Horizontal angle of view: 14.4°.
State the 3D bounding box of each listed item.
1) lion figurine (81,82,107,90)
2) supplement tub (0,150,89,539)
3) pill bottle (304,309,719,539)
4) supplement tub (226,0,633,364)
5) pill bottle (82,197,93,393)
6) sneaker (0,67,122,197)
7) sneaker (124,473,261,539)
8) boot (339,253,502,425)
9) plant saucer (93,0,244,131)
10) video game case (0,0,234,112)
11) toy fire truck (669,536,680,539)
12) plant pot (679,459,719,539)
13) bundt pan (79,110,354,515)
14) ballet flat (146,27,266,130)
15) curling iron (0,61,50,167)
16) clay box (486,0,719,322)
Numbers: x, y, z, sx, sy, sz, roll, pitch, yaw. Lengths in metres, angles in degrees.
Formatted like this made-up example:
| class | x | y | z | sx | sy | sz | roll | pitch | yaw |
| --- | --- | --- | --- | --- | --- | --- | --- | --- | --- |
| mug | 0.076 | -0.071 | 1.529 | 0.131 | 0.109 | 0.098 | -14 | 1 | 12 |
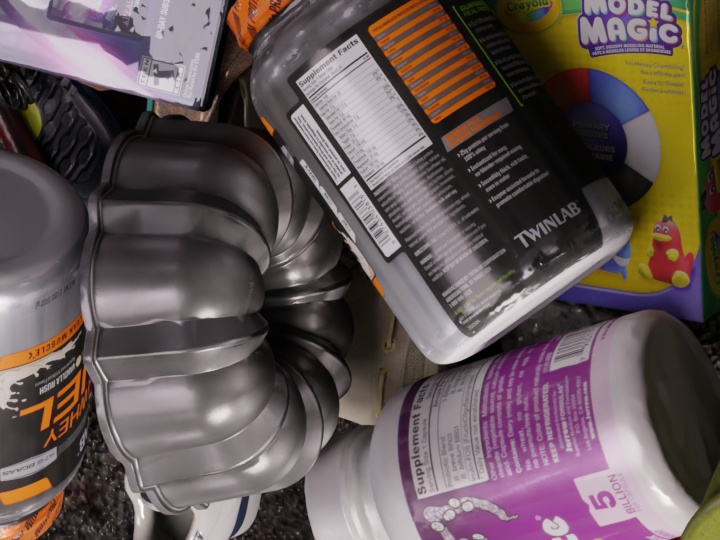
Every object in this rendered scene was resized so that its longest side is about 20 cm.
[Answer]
| class | x | y | z | sx | sy | sz | roll | pitch | yaw |
| --- | --- | --- | --- | --- | --- | --- | --- | --- | --- |
| lion figurine | -0.156 | -0.195 | 1.484 | 0.122 | 0.072 | 0.201 | 12 | 113 | 21 |
| supplement tub | -0.203 | 0.047 | 1.493 | 0.122 | 0.123 | 0.200 | 26 | 135 | 23 |
| pill bottle | 0.076 | 0.097 | 1.411 | 0.200 | 0.112 | 0.113 | -19 | 100 | 29 |
| supplement tub | 0.030 | -0.066 | 1.363 | 0.122 | 0.122 | 0.200 | -40 | 81 | 40 |
| pill bottle | -0.206 | 0.026 | 1.635 | 0.114 | 0.114 | 0.200 | 24 | 123 | 24 |
| sneaker | -0.195 | -0.110 | 1.591 | 0.200 | 0.078 | 0.066 | 34 | 111 | 21 |
| sneaker | -0.094 | 0.080 | 1.605 | 0.076 | 0.080 | 0.201 | 17 | 119 | 30 |
| boot | 0.000 | 0.000 | 1.509 | 0.154 | 0.072 | 0.201 | 18 | 121 | 31 |
| plant saucer | -0.072 | -0.134 | 1.519 | 0.200 | 0.034 | 0.201 | 15 | 118 | 29 |
| video game case | -0.157 | -0.174 | 1.450 | 0.199 | 0.019 | 0.143 | 14 | 99 | 9 |
| toy fire truck | 0.146 | 0.216 | 1.441 | 0.168 | 0.200 | 0.112 | 64 | 164 | -14 |
| plant pot | 0.241 | 0.117 | 1.312 | 0.200 | 0.193 | 0.201 | 15 | 119 | 29 |
| bundt pan | -0.060 | 0.019 | 1.397 | 0.076 | 0.202 | 0.202 | -4 | 109 | 22 |
| ballet flat | -0.086 | -0.044 | 1.510 | 0.067 | 0.068 | 0.200 | 18 | 125 | 9 |
| curling iron | -0.167 | -0.038 | 1.526 | 0.200 | 0.026 | 0.050 | 68 | 166 | -3 |
| clay box | 0.123 | -0.081 | 1.397 | 0.115 | 0.048 | 0.201 | 8 | 116 | 33 |
